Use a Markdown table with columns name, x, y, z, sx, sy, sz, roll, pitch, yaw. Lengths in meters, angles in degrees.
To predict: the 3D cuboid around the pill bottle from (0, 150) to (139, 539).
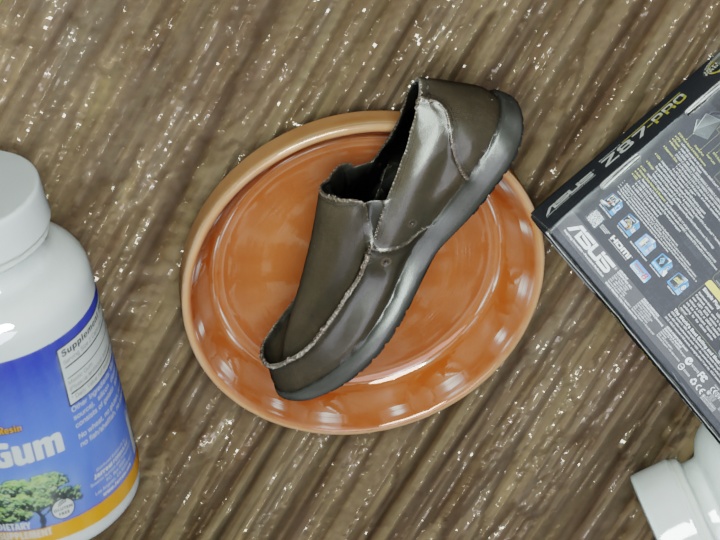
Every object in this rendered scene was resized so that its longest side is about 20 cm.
| name | x | y | z | sx | sy | sz | roll | pitch | yaw |
| --- | --- | --- | --- | --- | --- | --- | --- | --- | --- |
| pill bottle | -0.187 | 0.042 | 1.545 | 0.112 | 0.112 | 0.200 | -14 | 125 | -4 |

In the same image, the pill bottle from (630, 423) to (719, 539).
| name | x | y | z | sx | sy | sz | roll | pitch | yaw |
| --- | --- | --- | --- | --- | --- | --- | --- | --- | --- |
| pill bottle | 0.261 | 0.115 | 1.696 | 0.200 | 0.112 | 0.112 | -24 | 125 | 4 |

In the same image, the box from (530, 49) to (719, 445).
| name | x | y | z | sx | sy | sz | roll | pitch | yaw |
| --- | --- | --- | --- | --- | --- | --- | --- | --- | --- |
| box | 0.214 | -0.005 | 1.598 | 0.161 | 0.049 | 0.200 | -41 | 106 | 3 |

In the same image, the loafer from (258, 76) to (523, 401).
| name | x | y | z | sx | sy | sz | roll | pitch | yaw |
| --- | --- | --- | --- | --- | --- | --- | --- | --- | --- |
| loafer | 0.002 | -0.023 | 1.540 | 0.071 | 0.073 | 0.200 | 30 | 104 | -22 |

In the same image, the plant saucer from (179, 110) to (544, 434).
| name | x | y | z | sx | sy | sz | roll | pitch | yaw |
| --- | --- | --- | --- | --- | --- | --- | --- | --- | --- |
| plant saucer | 0.000 | 0.000 | 1.610 | 0.200 | 0.032 | 0.201 | -6 | 124 | -9 |
